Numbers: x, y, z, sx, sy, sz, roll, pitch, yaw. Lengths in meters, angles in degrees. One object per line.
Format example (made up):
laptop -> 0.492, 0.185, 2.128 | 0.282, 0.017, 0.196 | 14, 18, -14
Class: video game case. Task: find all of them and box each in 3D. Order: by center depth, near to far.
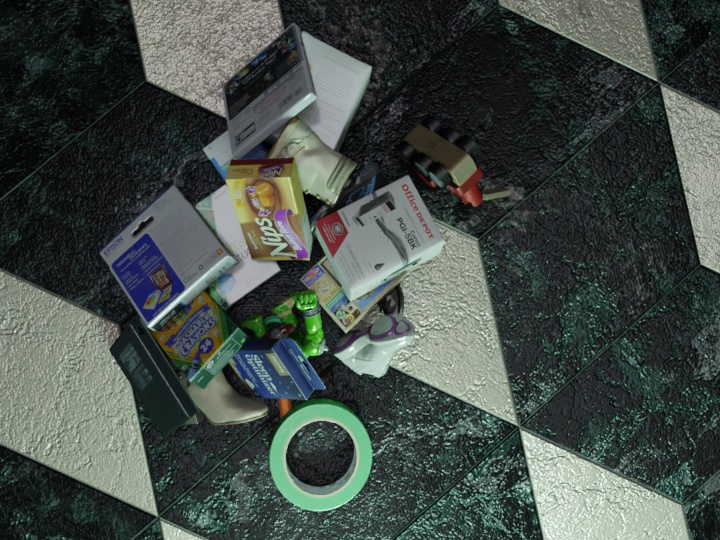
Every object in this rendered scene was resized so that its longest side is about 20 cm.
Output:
video game case -> -0.173, -0.329, 1.269 | 0.198, 0.023, 0.185 | -32, 56, 26

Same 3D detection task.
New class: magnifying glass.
magnifying glass -> -0.158, 0.190, 1.350 | 0.078, 0.022, 0.205 | -8, 87, -3

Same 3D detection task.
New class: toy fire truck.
toy fire truck -> 0.188, -0.188, 1.331 | 0.128, 0.176, 0.201 | -42, 132, -4

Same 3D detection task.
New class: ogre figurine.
ogre figurine -> -0.146, 0.124, 1.291 | 0.197, 0.098, 0.122 | -29, 100, 3

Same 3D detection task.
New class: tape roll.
tape roll -> -0.077, 0.352, 1.323 | 0.195, 0.048, 0.206 | 0, 93, -6

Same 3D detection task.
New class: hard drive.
hard drive -> -0.386, 0.203, 1.281 | 0.033, 0.139, 0.202 | -30, 85, -43

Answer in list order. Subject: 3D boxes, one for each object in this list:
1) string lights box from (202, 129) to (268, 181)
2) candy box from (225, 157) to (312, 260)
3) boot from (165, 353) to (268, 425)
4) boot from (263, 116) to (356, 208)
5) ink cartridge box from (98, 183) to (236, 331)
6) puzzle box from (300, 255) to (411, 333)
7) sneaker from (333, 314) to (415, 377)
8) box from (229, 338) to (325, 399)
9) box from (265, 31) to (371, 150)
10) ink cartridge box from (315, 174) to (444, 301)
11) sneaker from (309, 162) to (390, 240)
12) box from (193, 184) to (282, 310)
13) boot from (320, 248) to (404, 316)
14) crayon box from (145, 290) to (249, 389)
string lights box -> -0.204, -0.178, 1.340 | 0.102, 0.059, 0.202 | -35, 90, -3
candy box -> -0.157, -0.104, 1.226 | 0.114, 0.202, 0.057 | 0, 47, 8
boot -> -0.280, 0.212, 1.308 | 0.195, 0.070, 0.150 | -7, 100, 7
boot -> -0.113, -0.155, 1.263 | 0.153, 0.072, 0.201 | 34, 109, -7
ink cartridge box -> -0.363, -0.026, 1.291 | 0.197, 0.047, 0.201 | -41, 65, -1
puzzle box -> 0.000, 0.000, 1.302 | 0.200, 0.025, 0.133 | -43, 81, -11
sneaker -> 0.040, 0.144, 1.295 | 0.100, 0.198, 0.075 | 49, 48, -17
box -> -0.162, 0.180, 1.256 | 0.032, 0.197, 0.122 | -49, 117, -38
box -> -0.085, -0.320, 1.327 | 0.150, 0.106, 0.203 | 26, 88, -1
ink cartridge box -> 0.034, -0.061, 1.263 | 0.197, 0.083, 0.149 | -28, 78, -8
sneaker -> -0.021, -0.120, 1.333 | 0.199, 0.073, 0.082 | -42, 92, -9
box -> -0.264, -0.044, 1.344 | 0.143, 0.036, 0.202 | -34, 88, -3
boot -> -0.002, 0.031, 1.343 | 0.170, 0.069, 0.205 | 0, 78, -2
crayon box -> -0.311, 0.104, 1.274 | 0.126, 0.052, 0.199 | -47, 56, -7
